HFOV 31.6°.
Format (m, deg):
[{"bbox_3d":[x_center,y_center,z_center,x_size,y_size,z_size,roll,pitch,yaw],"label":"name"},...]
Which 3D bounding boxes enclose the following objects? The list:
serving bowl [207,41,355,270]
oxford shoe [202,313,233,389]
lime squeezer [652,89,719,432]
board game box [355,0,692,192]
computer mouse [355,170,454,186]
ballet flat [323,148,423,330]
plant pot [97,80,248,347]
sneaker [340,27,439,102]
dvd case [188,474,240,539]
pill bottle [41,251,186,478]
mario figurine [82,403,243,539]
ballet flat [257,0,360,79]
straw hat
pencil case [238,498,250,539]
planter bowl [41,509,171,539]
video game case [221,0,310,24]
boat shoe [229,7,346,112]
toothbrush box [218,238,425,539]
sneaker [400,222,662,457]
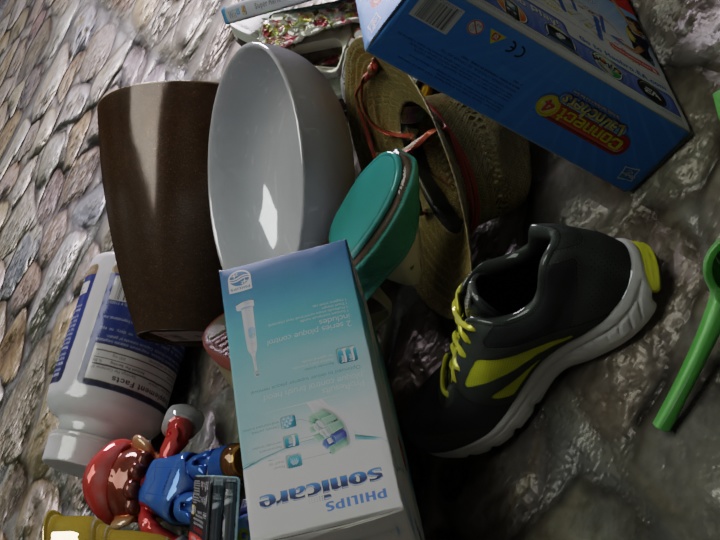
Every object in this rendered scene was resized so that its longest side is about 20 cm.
[{"bbox_3d":[-0.053,-0.069,0.956,0.200,0.066,0.200,178,90,-65],"label":"serving bowl"},{"bbox_3d":[-0.039,0.092,0.939,0.070,0.075,0.200,-35,38,-18],"label":"oxford shoe"},{"bbox_3d":[0.186,-0.017,0.657,0.071,0.038,0.200,-14,57,56],"label":"lime squeezer"},{"bbox_3d":[0.086,-0.164,0.773,0.056,0.200,0.196,-48,32,31],"label":"board game box"},{"bbox_3d":[0.001,-0.020,0.962,0.200,0.046,0.140,-39,36,39],"label":"computer mouse"},{"bbox_3d":[0.000,0.000,0.846,0.200,0.070,0.067,-51,30,34],"label":"ballet flat"},{"bbox_3d":[-0.142,-0.038,1.109,0.187,0.187,0.200,-15,69,55],"label":"plant pot"},{"bbox_3d":[0.045,-0.148,0.957,0.200,0.078,0.082,-12,58,56],"label":"sneaker"},{"bbox_3d":[-0.098,0.229,0.799,0.146,0.022,0.200,139,136,-75],"label":"dvd case"},{"bbox_3d":[-0.225,0.093,1.186,0.111,0.111,0.200,-17,53,54],"label":"pill bottle"},{"bbox_3d":[-0.138,0.178,1.037,0.200,0.106,0.123,-5,27,47],"label":"mario figurine"},{"bbox_3d":[-0.002,-0.192,1.057,0.200,0.076,0.064,-7,68,37],"label":"ballet flat"},{"bbox_3d":[0.066,-0.075,0.848,0.201,0.085,0.201,161,90,-75],"label":"straw hat"},{"bbox_3d":[-0.047,0.242,0.801,0.087,0.078,0.200,-43,35,31],"label":"pencil case"},{"bbox_3d":[-0.154,0.254,0.920,0.083,0.200,0.200,-20,34,-4],"label":"planter bowl"},{"bbox_3d":[-0.019,-0.249,1.105,0.200,0.143,0.018,6,115,61],"label":"video game case"},{"bbox_3d":[-0.052,-0.189,1.172,0.072,0.061,0.201,-31,42,-14],"label":"boat shoe"},{"bbox_3d":[-0.018,0.106,0.759,0.085,0.146,0.200,-14,46,3],"label":"toothbrush box"},{"bbox_3d":[0.079,0.035,0.745,0.200,0.085,0.074,-45,33,32],"label":"sneaker"}]
